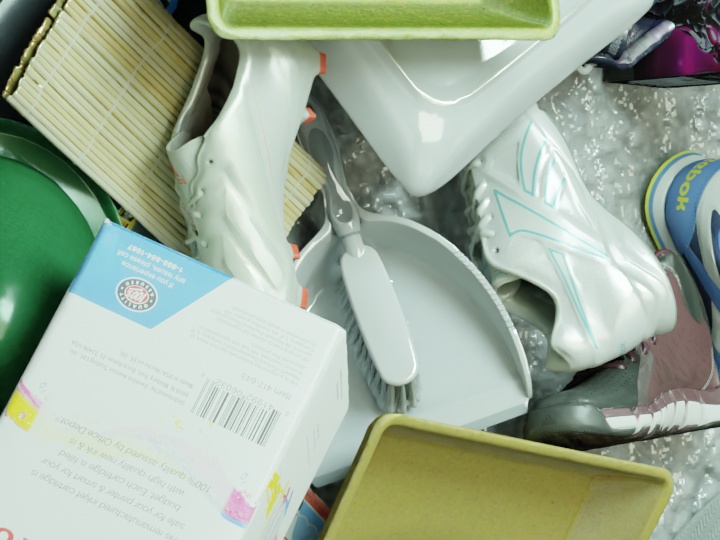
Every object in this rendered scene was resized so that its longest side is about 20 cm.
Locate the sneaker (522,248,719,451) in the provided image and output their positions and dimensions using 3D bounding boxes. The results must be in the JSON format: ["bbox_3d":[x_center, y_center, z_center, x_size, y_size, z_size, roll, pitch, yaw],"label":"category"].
[{"bbox_3d":[0.143,0.042,1.604,0.200,0.075,0.116,-1,80,-60],"label":"sneaker"}]

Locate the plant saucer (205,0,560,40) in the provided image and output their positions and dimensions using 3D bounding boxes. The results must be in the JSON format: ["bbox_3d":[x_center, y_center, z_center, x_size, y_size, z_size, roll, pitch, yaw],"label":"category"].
[{"bbox_3d":[-0.005,-0.209,1.430,0.199,0.048,0.201,-2,80,-26],"label":"plant saucer"}]

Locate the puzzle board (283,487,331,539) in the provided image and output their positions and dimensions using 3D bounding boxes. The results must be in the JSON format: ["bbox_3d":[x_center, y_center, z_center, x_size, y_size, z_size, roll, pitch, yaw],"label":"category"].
[{"bbox_3d":[-0.110,0.132,1.469,0.151,0.017,0.200,-51,124,-14],"label":"puzzle board"}]

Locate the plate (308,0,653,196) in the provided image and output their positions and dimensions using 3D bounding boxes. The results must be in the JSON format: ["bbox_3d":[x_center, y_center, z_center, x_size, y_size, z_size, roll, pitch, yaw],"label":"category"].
[{"bbox_3d":[0.043,-0.173,1.491,0.199,0.032,0.200,-40,96,-25],"label":"plate"}]

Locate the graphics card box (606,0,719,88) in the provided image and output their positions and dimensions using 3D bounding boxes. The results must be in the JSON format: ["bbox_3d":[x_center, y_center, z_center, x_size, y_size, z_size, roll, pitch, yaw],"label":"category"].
[{"bbox_3d":[0.218,-0.171,1.590,0.051,0.200,0.126,2,90,-32],"label":"graphics card box"}]

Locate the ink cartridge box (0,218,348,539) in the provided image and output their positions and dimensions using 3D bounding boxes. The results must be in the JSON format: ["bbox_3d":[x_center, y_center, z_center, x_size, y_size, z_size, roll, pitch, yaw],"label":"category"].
[{"bbox_3d":[-0.105,0.106,1.316,0.128,0.125,0.201,25,73,9],"label":"ink cartridge box"}]

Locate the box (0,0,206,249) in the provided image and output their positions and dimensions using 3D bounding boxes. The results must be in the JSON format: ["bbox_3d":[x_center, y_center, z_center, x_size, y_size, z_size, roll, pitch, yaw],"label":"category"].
[{"bbox_3d":[-0.146,-0.080,1.458,0.159,0.046,0.200,44,70,-24],"label":"box"}]

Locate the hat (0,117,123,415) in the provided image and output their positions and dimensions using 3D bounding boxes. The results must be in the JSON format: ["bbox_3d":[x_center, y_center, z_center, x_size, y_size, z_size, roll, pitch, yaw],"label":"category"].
[{"bbox_3d":[-0.163,0.014,1.314,0.166,0.176,0.200,45,69,-18],"label":"hat"}]

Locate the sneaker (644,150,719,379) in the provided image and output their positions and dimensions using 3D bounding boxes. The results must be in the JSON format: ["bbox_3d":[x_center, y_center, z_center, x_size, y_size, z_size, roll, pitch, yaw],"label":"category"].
[{"bbox_3d":[0.245,0.019,1.675,0.074,0.082,0.200,-44,113,-25],"label":"sneaker"}]

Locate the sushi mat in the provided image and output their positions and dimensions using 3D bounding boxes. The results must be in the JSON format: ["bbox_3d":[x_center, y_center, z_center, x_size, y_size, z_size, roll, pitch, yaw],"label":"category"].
[{"bbox_3d":[-0.097,-0.070,1.441,0.200,0.012,0.096,44,70,-39],"label":"sushi mat"}]

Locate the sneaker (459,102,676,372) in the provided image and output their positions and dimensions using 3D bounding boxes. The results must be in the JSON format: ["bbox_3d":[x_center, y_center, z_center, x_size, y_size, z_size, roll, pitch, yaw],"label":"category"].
[{"bbox_3d":[0.088,-0.031,1.548,0.080,0.071,0.201,-31,70,-16],"label":"sneaker"}]

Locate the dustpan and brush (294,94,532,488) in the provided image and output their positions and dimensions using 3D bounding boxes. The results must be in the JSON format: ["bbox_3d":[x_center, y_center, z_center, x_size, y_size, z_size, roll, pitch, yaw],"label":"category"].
[{"bbox_3d":[0.000,0.000,1.530,0.139,0.057,0.201,-19,74,-5],"label":"dustpan and brush"}]

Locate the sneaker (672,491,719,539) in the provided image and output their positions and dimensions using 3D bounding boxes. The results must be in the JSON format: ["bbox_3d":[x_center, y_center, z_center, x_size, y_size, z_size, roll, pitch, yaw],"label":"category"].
[{"bbox_3d":[0.222,0.229,1.672,0.115,0.074,0.201,37,82,-27],"label":"sneaker"}]

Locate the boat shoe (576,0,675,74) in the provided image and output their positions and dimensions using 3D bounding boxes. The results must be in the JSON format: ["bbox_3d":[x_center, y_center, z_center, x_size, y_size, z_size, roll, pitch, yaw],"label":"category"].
[{"bbox_3d":[0.098,-0.143,1.553,0.200,0.093,0.075,-29,146,-39],"label":"boat shoe"}]

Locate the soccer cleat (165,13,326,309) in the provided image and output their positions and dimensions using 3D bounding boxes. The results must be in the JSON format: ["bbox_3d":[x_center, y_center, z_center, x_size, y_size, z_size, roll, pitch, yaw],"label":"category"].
[{"bbox_3d":[-0.068,-0.034,1.426,0.077,0.069,0.201,7,88,-38],"label":"soccer cleat"}]

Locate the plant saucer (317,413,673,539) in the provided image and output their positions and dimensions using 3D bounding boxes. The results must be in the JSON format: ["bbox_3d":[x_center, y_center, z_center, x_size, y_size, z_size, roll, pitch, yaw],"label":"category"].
[{"bbox_3d":[0.048,0.168,1.541,0.199,0.048,0.201,14,111,-30],"label":"plant saucer"}]
